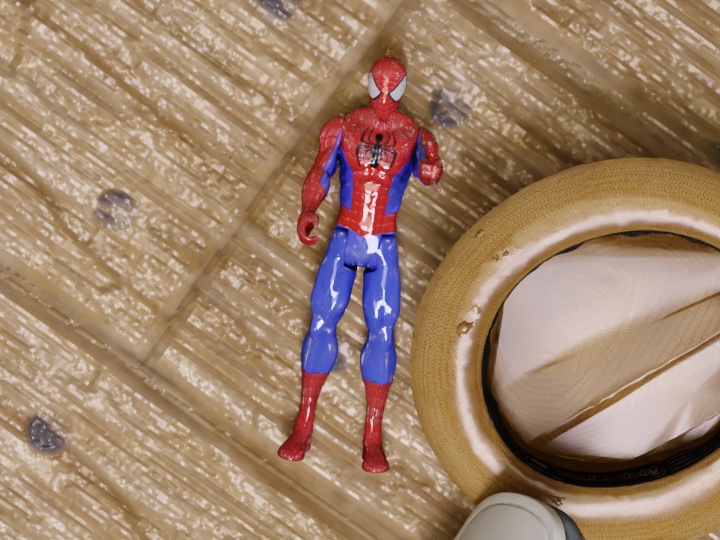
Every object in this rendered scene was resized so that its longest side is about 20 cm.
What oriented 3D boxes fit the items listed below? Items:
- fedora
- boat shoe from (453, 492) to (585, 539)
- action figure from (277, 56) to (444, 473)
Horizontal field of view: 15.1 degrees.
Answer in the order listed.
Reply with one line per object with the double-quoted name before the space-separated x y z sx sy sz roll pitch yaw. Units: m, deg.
"fedora" 0.123 0.036 1.288 0.200 0.082 0.201 1 101 3
"boat shoe" 0.072 0.156 1.275 0.062 0.200 0.073 14 64 -14
"action figure" 0.000 0.000 1.284 0.065 0.099 0.200 8 99 1
